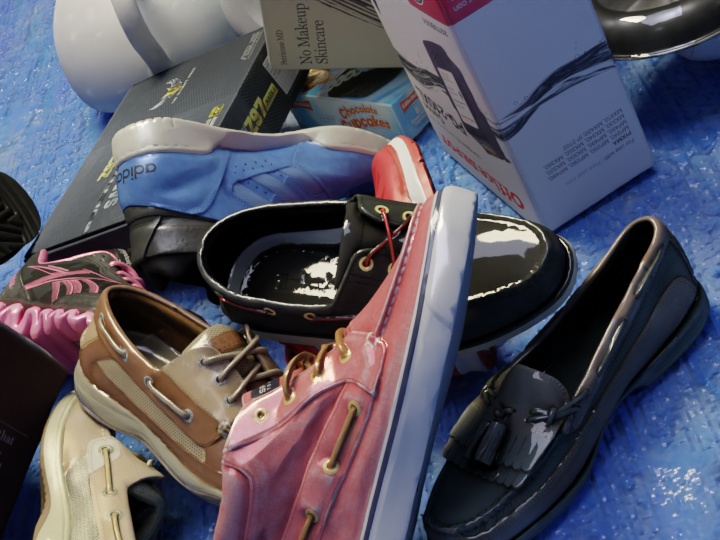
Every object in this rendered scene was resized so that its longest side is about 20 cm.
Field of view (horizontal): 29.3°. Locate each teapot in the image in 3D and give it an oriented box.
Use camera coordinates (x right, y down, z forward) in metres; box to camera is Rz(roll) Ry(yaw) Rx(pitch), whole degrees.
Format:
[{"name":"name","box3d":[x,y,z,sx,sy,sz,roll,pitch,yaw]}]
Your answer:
[{"name":"teapot","box3d":[-0.179,-0.231,1.141,0.199,0.147,0.197,3,36,44]}]

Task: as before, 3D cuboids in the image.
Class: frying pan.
[{"name":"frying pan","box3d":[0.208,-0.187,0.860,0.115,0.031,0.190,14,47,45]}]

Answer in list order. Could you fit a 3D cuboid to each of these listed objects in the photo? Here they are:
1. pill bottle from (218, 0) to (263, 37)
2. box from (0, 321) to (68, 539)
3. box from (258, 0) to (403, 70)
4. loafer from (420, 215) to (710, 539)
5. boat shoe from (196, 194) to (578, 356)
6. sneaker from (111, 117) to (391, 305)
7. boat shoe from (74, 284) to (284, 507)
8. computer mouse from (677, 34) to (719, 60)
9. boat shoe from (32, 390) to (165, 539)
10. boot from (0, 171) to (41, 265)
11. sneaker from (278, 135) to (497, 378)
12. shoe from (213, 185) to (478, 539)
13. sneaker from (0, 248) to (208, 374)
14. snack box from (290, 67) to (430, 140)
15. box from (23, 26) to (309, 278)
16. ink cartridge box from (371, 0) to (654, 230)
[{"name":"pill bottle","box3d":[-0.039,-0.243,1.092,0.110,0.111,0.200,-16,18,16]},{"name":"box","box3d":[-0.296,0.103,0.730,0.165,0.164,0.201,0,62,36]},{"name":"box","box3d":[0.033,-0.187,0.936,0.199,0.082,0.069,-2,55,5]},{"name":"loafer","box3d":[0.092,0.052,0.665,0.072,0.063,0.200,17,53,46]},{"name":"boat shoe","box3d":[0.009,0.000,0.699,0.201,0.063,0.074,-2,60,28]},{"name":"sneaker","box3d":[-0.055,-0.030,0.855,0.077,0.199,0.112,-26,68,51]},{"name":"boat shoe","box3d":[-0.076,0.066,0.717,0.199,0.072,0.076,23,28,29]},{"name":"computer mouse","box3d":[0.219,-0.179,0.910,0.109,0.044,0.200,-16,29,8]},{"name":"boat shoe","box3d":[-0.134,0.128,0.723,0.065,0.072,0.200,-5,25,-5]},{"name":"boot","box3d":[-0.323,0.012,0.919,0.158,0.080,0.211,-32,-4,24]},{"name":"sneaker","box3d":[0.000,0.000,0.789,0.115,0.079,0.200,-22,33,5]},{"name":"shoe","box3d":[-0.007,0.053,0.630,0.091,0.201,0.071,13,-1,8]},{"name":"sneaker","box3d":[-0.161,0.022,0.866,0.199,0.079,0.096,4,50,37]},{"name":"snack box","box3d":[0.048,-0.173,1.023,0.116,0.037,0.200,12,50,45]},{"name":"box","box3d":[-0.135,-0.078,0.979,0.157,0.051,0.200,-16,37,37]},{"name":"ink cartridge box","box3d":[0.076,-0.140,0.814,0.084,0.200,0.145,-33,34,-5]}]
